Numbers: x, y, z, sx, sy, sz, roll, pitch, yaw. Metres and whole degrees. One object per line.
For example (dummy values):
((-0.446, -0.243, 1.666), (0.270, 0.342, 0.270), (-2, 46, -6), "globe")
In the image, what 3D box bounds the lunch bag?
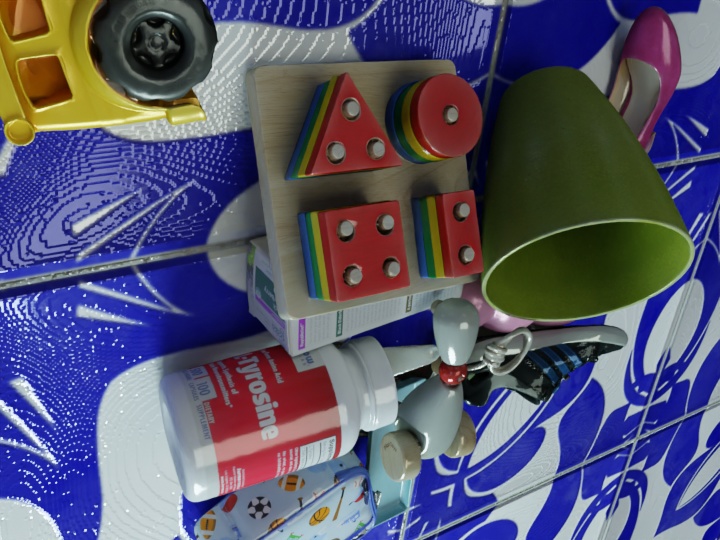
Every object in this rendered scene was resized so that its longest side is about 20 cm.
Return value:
((-0.070, 0.270, 0.889), (0.199, 0.076, 0.161), (-27, 139, -19), "lunch bag")

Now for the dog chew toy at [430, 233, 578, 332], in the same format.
((0.160, 0.009, 0.891), (0.198, 0.125, 0.126), (-13, 125, -23), "dog chew toy")

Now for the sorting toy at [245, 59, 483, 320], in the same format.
((0.021, -0.074, 0.689), (0.199, 0.069, 0.201), (-11, 96, -31), "sorting toy")

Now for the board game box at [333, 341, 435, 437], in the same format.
((-0.008, 0.129, 0.893), (0.199, 0.023, 0.105), (14, 109, -44), "board game box")

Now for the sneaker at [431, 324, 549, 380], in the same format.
((0.180, 0.097, 0.966), (0.199, 0.090, 0.068), (-13, 126, -40), "sneaker")

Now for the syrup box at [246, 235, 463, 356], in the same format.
((0.000, 0.000, 0.777), (0.199, 0.079, 0.082), (-16, 126, -31), "syrup box")

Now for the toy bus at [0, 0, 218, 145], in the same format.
((-0.194, -0.178, 0.486), (0.190, 0.136, 0.201), (-14, 124, -13), "toy bus")

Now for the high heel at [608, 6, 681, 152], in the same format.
((0.288, -0.179, 0.907), (0.096, 0.067, 0.201), (-39, 149, -27), "high heel")

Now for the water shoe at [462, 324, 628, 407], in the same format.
((0.195, 0.104, 0.908), (0.198, 0.071, 0.080), (-6, 87, -10), "water shoe")

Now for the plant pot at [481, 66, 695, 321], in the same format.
((0.192, -0.083, 0.786), (0.185, 0.202, 0.188), (-4, 152, -2), "plant pot")

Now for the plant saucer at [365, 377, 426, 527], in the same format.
((0.034, 0.208, 0.952), (0.069, 0.019, 0.202), (-16, 125, -31), "plant saucer")

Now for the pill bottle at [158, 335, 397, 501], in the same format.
((-0.072, 0.124, 0.753), (0.198, 0.112, 0.113), (-14, 125, -21), "pill bottle")

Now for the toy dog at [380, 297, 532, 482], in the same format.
((0.068, 0.108, 0.830), (0.131, 0.096, 0.201), (11, 111, -41), "toy dog")
